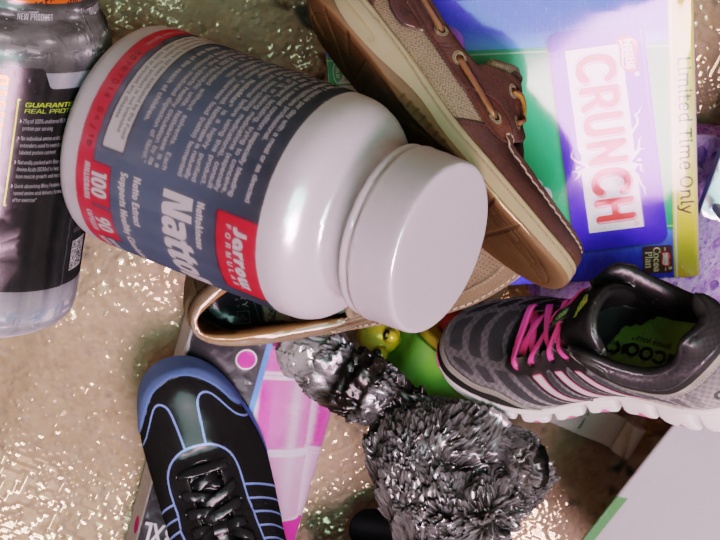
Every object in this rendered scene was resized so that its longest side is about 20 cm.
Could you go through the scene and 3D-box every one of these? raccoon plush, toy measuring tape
[{"bbox_3d":[0.016,0.137,1.398,0.199,0.097,0.134,25,62,11],"label":"raccoon plush"},{"bbox_3d":[0.087,0.075,1.468,0.199,0.074,0.074,25,103,-19],"label":"toy measuring tape"}]

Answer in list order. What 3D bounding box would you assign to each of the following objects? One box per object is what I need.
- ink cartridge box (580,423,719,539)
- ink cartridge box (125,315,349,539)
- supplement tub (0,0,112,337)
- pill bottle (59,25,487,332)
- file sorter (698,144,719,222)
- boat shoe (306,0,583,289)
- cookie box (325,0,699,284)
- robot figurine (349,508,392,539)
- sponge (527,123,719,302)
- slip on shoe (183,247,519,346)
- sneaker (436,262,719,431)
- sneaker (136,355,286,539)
[{"bbox_3d":[0.200,0.155,1.451,0.084,0.200,0.146,40,100,17],"label":"ink cartridge box"},{"bbox_3d":[-0.078,0.118,1.471,0.094,0.037,0.201,11,109,-15],"label":"ink cartridge box"},{"bbox_3d":[-0.198,-0.076,1.324,0.122,0.123,0.201,7,109,-14],"label":"supplement tub"},{"bbox_3d":[-0.043,-0.043,1.278,0.199,0.119,0.120,21,111,28],"label":"pill bottle"},{"bbox_3d":[0.307,-0.054,1.358,0.199,0.125,0.139,18,101,-4],"label":"file sorter"},{"bbox_3d":[0.058,-0.083,1.302,0.072,0.072,0.200,-39,88,-16],"label":"boat shoe"},{"bbox_3d":[0.086,-0.081,1.383,0.199,0.075,0.172,-3,112,5],"label":"cookie box"},{"bbox_3d":[0.040,0.241,1.490,0.150,0.125,0.201,-22,112,-3],"label":"robot figurine"},{"bbox_3d":[0.201,-0.030,1.474,0.199,0.030,0.112,3,108,-13],"label":"sponge"},{"bbox_3d":[0.000,0.000,1.350,0.199,0.061,0.076,-7,112,8],"label":"slip on shoe"},{"bbox_3d":[0.124,0.035,1.354,0.088,0.199,0.074,55,50,-46],"label":"sneaker"},{"bbox_3d":[-0.074,0.147,1.417,0.070,0.078,0.201,-20,107,-1],"label":"sneaker"}]
